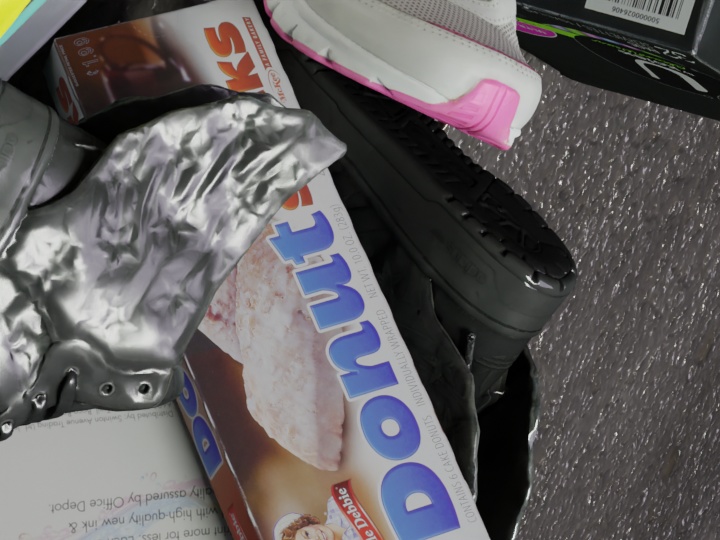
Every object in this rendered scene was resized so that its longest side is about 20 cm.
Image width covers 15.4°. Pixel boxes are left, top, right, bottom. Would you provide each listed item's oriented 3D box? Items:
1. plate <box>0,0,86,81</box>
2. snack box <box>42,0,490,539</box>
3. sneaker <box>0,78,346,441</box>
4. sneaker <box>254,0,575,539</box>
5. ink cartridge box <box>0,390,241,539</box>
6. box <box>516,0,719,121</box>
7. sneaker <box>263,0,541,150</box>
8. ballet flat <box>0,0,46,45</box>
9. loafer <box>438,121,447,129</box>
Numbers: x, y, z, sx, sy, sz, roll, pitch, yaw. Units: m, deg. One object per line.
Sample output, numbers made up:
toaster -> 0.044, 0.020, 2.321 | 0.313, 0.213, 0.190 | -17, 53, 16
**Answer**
plate -> -0.151, -0.110, 0.750 | 0.200, 0.032, 0.201 | -50, 147, -31
snack box -> -0.031, 0.010, 0.837 | 0.072, 0.201, 0.024 | -16, 162, -25
sneaker -> -0.095, 0.024, 0.774 | 0.104, 0.060, 0.201 | 28, 89, -25
sneaker -> 0.002, 0.000, 0.900 | 0.060, 0.200, 0.104 | 2, 129, -47
ink cartridge box -> -0.070, 0.096, 0.837 | 0.116, 0.201, 0.067 | -3, 159, -24
box -> 0.126, -0.141, 1.105 | 0.200, 0.148, 0.125 | 18, 91, -63
sneaker -> 0.015, -0.118, 0.872 | 0.081, 0.200, 0.088 | 22, 117, -35
ballet flat -> -0.133, -0.064, 0.728 | 0.067, 0.067, 0.200 | 50, 59, -36
loafer -> -0.008, -0.036, 1.016 | 0.200, 0.071, 0.073 | -44, 143, -40
